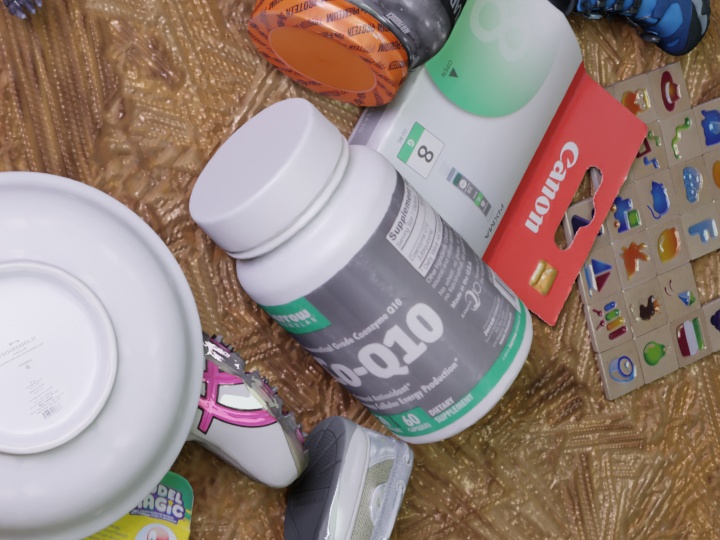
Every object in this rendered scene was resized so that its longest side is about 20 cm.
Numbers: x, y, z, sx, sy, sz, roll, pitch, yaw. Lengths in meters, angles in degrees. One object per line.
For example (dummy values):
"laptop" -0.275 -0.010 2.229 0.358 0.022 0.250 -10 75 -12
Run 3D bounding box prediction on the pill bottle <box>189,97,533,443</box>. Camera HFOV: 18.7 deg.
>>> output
"pill bottle" 0.000 0.000 1.280 0.200 0.113 0.113 45 65 -26

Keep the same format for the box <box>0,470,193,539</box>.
"box" -0.169 0.193 1.197 0.117 0.048 0.201 24 78 -32

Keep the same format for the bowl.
"bowl" -0.175 0.045 1.122 0.200 0.090 0.202 1 86 -9

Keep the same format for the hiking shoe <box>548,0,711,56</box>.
"hiking shoe" 0.150 -0.191 1.415 0.200 0.074 0.087 41 77 -37

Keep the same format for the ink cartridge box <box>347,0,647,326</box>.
"ink cartridge box" 0.099 -0.080 1.386 0.200 0.050 0.161 35 73 -27

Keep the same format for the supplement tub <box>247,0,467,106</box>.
"supplement tub" 0.018 -0.205 1.291 0.122 0.122 0.200 36 70 -29

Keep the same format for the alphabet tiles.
"alphabet tiles" 0.204 -0.033 1.492 0.167 0.008 0.201 -21 101 -34

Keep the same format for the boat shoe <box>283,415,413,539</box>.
"boat shoe" -0.015 0.190 1.292 0.065 0.074 0.203 20 71 -29

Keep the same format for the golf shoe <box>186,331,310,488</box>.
"golf shoe" -0.117 0.064 1.226 0.200 0.073 0.092 43 74 -17

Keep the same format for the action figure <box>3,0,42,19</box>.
"action figure" -0.217 -0.233 1.137 0.200 0.102 0.119 45 76 -28
